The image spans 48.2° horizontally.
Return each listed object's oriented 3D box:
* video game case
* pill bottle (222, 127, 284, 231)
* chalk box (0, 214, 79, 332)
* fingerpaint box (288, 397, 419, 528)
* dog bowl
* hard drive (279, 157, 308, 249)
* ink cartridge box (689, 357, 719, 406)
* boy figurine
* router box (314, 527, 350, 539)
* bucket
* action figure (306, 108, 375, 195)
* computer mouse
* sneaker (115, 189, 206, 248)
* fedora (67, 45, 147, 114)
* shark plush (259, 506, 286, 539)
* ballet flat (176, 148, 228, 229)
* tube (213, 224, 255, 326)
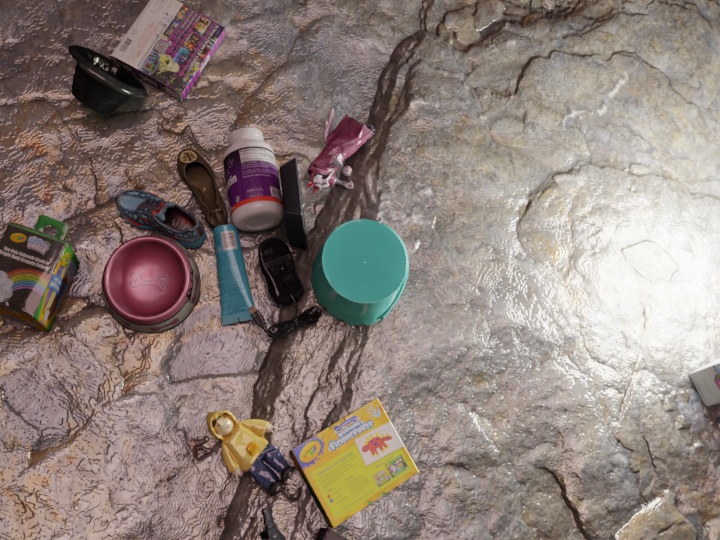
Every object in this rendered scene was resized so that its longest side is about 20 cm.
[{"bbox_3d":[-0.425,-0.502,1.792,0.179,0.036,0.202,27,70,-1],"label":"video game case"},{"bbox_3d":[-0.227,-0.192,1.686,0.111,0.113,0.203,-8,69,-12],"label":"pill bottle"},{"bbox_3d":[-0.631,-0.006,1.559,0.123,0.124,0.202,20,70,-2],"label":"chalk box"},{"bbox_3d":[-0.015,0.374,1.571,0.198,0.073,0.168,-29,80,-17],"label":"fingerpaint box"},{"bbox_3d":[-0.420,0.021,1.599,0.197,0.074,0.204,1,80,-7],"label":"dog bowl"},{"bbox_3d":[-0.135,-0.131,1.642,0.042,0.200,0.137,-6,73,-2],"label":"hard drive"},{"bbox_3d":[0.817,0.208,1.696,0.143,0.200,0.086,-22,77,-15],"label":"ink cartridge box"},{"bbox_3d":[-0.215,0.337,1.554,0.200,0.064,0.124,44,74,2],"label":"boy figurine"},{"bbox_3d":[0.008,0.544,1.482,0.198,0.149,0.051,30,71,0],"label":"router box"},{"bbox_3d":[0.000,0.000,1.656,0.204,0.135,0.211,3,72,-9],"label":"bucket"},{"bbox_3d":[-0.062,-0.250,1.725,0.148,0.134,0.201,38,68,4],"label":"action figure"},{"bbox_3d":[-0.181,0.042,1.657,0.139,0.046,0.202,-27,89,-29],"label":"computer mouse"},{"bbox_3d":[-0.406,-0.122,1.646,0.197,0.096,0.080,23,70,-2],"label":"sneaker"},{"bbox_3d":[-0.542,-0.385,1.680,0.199,0.201,0.092,35,102,2],"label":"fedora"},{"bbox_3d":[-0.133,0.545,1.523,0.083,0.092,0.200,-22,55,-35],"label":"shark plush"},{"bbox_3d":[-0.333,-0.178,1.698,0.067,0.046,0.202,-22,73,-13],"label":"ballet flat"},{"bbox_3d":[-0.264,0.008,1.657,0.076,0.050,0.203,-14,77,12],"label":"tube"}]
